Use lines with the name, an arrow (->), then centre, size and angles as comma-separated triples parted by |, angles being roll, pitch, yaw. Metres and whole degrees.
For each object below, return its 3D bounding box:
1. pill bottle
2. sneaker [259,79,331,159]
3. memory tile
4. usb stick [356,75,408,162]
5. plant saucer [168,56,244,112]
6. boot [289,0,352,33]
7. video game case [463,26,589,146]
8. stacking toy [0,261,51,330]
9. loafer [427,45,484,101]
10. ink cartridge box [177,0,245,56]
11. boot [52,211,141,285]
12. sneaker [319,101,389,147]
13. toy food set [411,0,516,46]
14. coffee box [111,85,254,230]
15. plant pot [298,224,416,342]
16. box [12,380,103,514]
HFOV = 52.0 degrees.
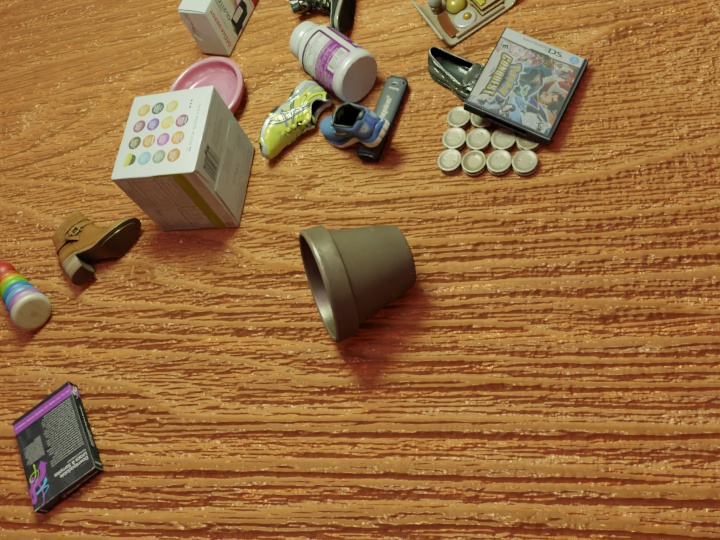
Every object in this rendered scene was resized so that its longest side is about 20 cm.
pill bottle -> -0.063, -0.453, 1.580 | 0.112, 0.113, 0.200 | -44, 58, -6
sneaker -> -0.140, -0.317, 1.560 | 0.075, 0.076, 0.202 | 30, 78, 30
memory tile -> 0.251, -0.250, 1.418 | 0.194, 0.017, 0.157 | 4, 66, 21
usb stick -> 0.046, -0.312, 1.514 | 0.054, 0.033, 0.204 | 12, 69, 25
plant saucer -> -0.350, -0.394, 1.690 | 0.195, 0.051, 0.206 | -9, 61, 16
boot -> -0.090, -0.612, 1.692 | 0.146, 0.074, 0.205 | -3, 59, 17
video game case -> 0.317, -0.356, 1.410 | 0.177, 0.026, 0.203 | 26, 71, 13
stacking toy -> -0.747, 0.044, 1.602 | 0.086, 0.086, 0.199 | -47, 52, -8
loafer -> 0.209, -0.389, 1.476 | 0.198, 0.063, 0.072 | 34, 79, 30
ink cartridge box -> -0.330, -0.638, 1.750 | 0.081, 0.146, 0.204 | 13, 69, 22
boot -> -0.580, -0.079, 1.609 | 0.200, 0.077, 0.156 | -45, 54, 2
sneaker -> -0.026, -0.302, 1.478 | 0.198, 0.089, 0.080 | 11, 68, 54
toy food set -> 0.222, -0.582, 1.571 | 0.197, 0.061, 0.145 | -33, 58, 2
coffee box -> -0.358, -0.223, 1.517 | 0.192, 0.201, 0.205 | -2, 63, 19
plant pot -> 0.000, 0.000, 1.299 | 0.170, 0.202, 0.203 | -20, 57, -12
box -> -0.581, 0.336, 1.411 | 0.141, 0.036, 0.202 | -34, 57, 2
